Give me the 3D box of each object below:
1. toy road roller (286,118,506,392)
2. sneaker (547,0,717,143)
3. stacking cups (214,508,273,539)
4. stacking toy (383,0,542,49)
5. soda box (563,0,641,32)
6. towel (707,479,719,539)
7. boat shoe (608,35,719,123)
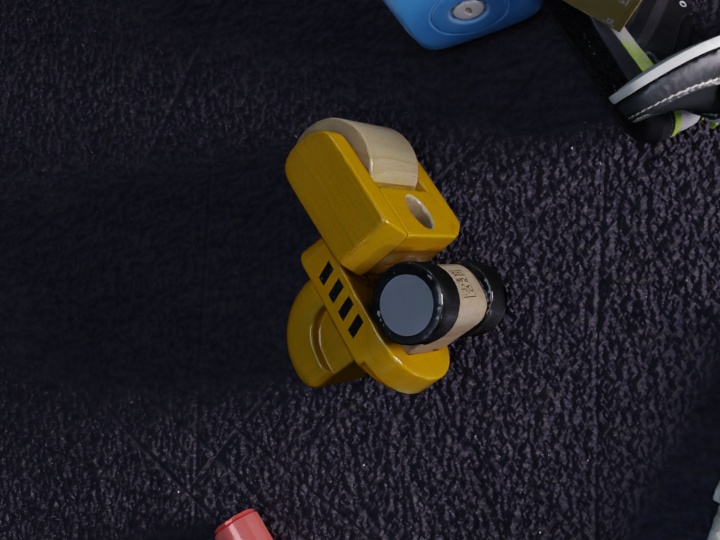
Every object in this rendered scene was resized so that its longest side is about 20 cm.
[{"bbox_3d":[0.000,0.000,0.863,0.146,0.123,0.201,-37,73,25],"label":"toy road roller"},{"bbox_3d":[0.204,-0.187,0.854,0.082,0.072,0.202,-23,79,-9],"label":"sneaker"},{"bbox_3d":[-0.053,0.286,0.901,0.060,0.060,0.201,-36,71,12],"label":"stacking cups"},{"bbox_3d":[0.069,-0.286,0.889,0.109,0.116,0.202,-17,67,22],"label":"stacking toy"},{"bbox_3d":[0.207,-0.275,0.808,0.067,0.064,0.201,30,74,3],"label":"soda box"},{"bbox_3d":[0.360,0.142,0.785,0.191,0.035,0.202,25,91,16],"label":"towel"},{"bbox_3d":[0.262,-0.134,0.779,0.198,0.076,0.061,-23,90,-15],"label":"boat shoe"}]
